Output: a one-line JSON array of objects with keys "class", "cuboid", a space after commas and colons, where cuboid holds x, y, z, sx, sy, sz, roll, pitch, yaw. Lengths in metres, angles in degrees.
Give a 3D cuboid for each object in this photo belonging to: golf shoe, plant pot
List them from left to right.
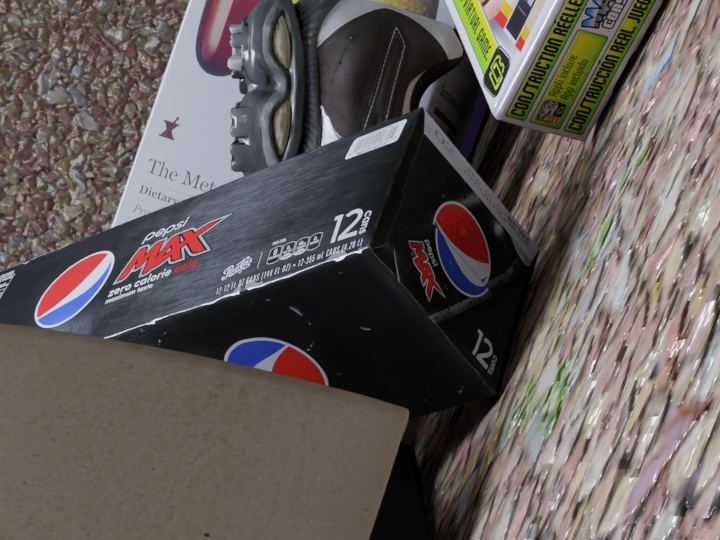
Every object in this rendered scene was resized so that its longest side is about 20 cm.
[{"class": "plant pot", "cuboid": [-0.122, 0.127, 0.638, 0.200, 0.177, 0.200, 121, 171, -51]}, {"class": "golf shoe", "cuboid": [0.000, 0.000, 0.828, 0.078, 0.094, 0.201, -110, 20, -83]}]

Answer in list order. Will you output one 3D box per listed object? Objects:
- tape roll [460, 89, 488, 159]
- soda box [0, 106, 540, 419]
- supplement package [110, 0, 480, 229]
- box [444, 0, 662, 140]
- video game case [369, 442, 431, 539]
[{"class": "tape roll", "cuboid": [-0.001, -0.033, 1.116, 0.200, 0.065, 0.201, -156, 90, -86]}, {"class": "soda box", "cuboid": [-0.045, 0.019, 0.726, 0.200, 0.071, 0.063, -18, 36, 37]}, {"class": "supplement package", "cuboid": [-0.015, -0.076, 0.944, 0.110, 0.113, 0.201, 26, -98, -80]}, {"class": "box", "cuboid": [0.057, -0.146, 0.748, 0.200, 0.035, 0.110, -108, 37, -50]}, {"class": "video game case", "cuboid": [-0.027, 0.152, 0.684, 0.200, 0.025, 0.181, -95, 30, -81]}]
